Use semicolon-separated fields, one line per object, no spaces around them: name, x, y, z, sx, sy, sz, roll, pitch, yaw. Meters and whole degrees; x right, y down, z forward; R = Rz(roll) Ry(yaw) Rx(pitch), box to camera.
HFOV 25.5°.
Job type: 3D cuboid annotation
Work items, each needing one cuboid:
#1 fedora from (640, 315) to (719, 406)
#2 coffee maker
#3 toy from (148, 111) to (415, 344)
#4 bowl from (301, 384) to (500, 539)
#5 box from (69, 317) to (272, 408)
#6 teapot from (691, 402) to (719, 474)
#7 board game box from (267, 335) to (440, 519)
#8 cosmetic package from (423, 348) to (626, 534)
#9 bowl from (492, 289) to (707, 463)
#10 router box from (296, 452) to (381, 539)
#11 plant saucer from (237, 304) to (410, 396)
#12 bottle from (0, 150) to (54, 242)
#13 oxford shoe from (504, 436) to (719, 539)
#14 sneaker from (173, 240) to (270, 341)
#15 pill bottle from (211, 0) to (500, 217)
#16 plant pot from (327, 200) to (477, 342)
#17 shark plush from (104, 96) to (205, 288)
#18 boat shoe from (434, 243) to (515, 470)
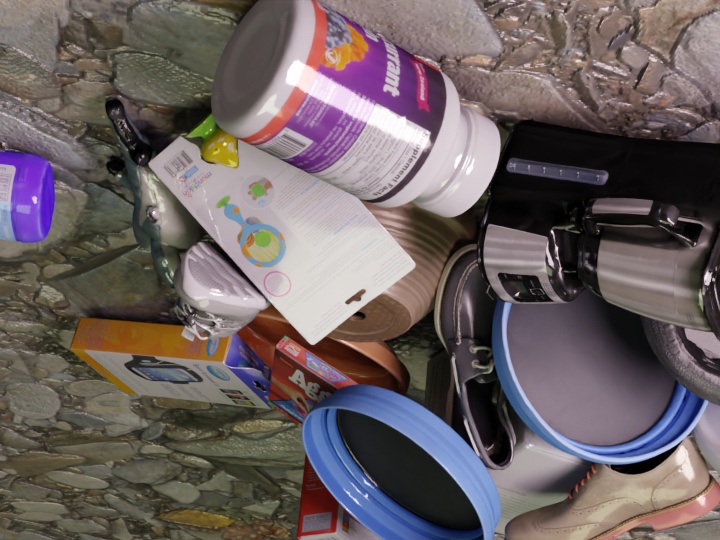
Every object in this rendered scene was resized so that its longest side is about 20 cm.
fedora;0.317;0.014;1.291;0.199;0.202;0.092;6;178;-1
coffee maker;0.211;-0.047;1.203;0.199;0.192;0.135;12;135;33
toy;-0.060;-0.051;1.275;0.115;0.047;0.200;-37;106;21
bowl;0.038;0.182;1.418;0.200;0.039;0.201;29;147;21
box;-0.173;0.093;1.576;0.199;0.042;0.119;2;155;23
teapot;0.389;0.119;1.350;0.200;0.198;0.146;-42;121;20
board game box;0.001;0.146;1.473;0.200;0.019;0.103;33;145;15
cosmetic package;0.175;0.145;1.517;0.166;0.168;0.200;19;148;-21
bowl;0.201;0.062;1.325;0.200;0.202;0.039;15;161;-17
router box;0.015;0.231;1.682;0.049;0.180;0.200;-13;145;29
plant saucer;-0.046;0.073;1.522;0.199;0.032;0.200;18;160;7
bottle;-0.360;-0.070;1.335;0.199;0.066;0.084;7;151;-3
oxford shoe;0.209;0.194;1.388;0.199;0.070;0.075;-22;106;18
sneaker;-0.121;0.031;1.341;0.075;0.082;0.200;43;-177;10
pill bottle;0.002;-0.113;1.154;0.199;0.112;0.111;25;145;-30
plant pot;0.000;0.000;1.371;0.200;0.093;0.201;4;151;2
shark plush;-0.183;-0.063;1.323;0.083;0.091;0.200;27;167;27
boat shoe;0.109;0.077;1.355;0.072;0.063;0.201;-12;113;-23
